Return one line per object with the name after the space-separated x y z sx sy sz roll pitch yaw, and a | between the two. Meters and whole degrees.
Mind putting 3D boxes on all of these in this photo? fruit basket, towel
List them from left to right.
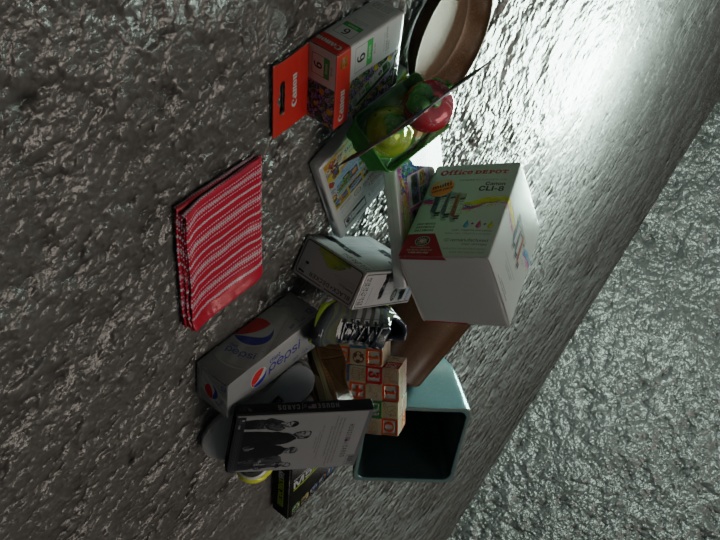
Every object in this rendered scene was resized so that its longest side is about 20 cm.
-0.169 -0.031 1.131 0.144 0.022 0.202 -41 151 -37 | towel
0.071 -0.209 1.173 0.185 0.094 0.200 -40 -176 -28 | fruit basket

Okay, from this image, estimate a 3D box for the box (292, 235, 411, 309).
0.000 0.000 1.386 0.199 0.116 0.061 -3 122 -61 | box

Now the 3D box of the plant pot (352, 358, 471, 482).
0.082 0.254 1.728 0.202 0.191 0.199 -98 -167 -52 | plant pot

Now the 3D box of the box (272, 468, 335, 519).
-0.083 0.334 1.701 0.200 0.047 0.195 -41 153 -38 | box

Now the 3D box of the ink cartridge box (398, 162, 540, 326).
0.167 -0.042 1.372 0.202 0.143 0.146 -65 143 -38 | ink cartridge box

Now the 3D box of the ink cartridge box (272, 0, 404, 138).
-0.027 -0.240 1.129 0.200 0.050 0.110 -42 152 -35 | ink cartridge box

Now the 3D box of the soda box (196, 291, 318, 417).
-0.142 0.116 1.304 0.199 0.063 0.069 -38 149 -40 | soda box

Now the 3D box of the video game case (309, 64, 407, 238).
0.010 -0.169 1.325 0.201 0.023 0.183 -51 155 -17 | video game case

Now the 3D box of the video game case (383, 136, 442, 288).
0.086 -0.097 1.392 0.182 0.023 0.204 -34 122 -58 | video game case

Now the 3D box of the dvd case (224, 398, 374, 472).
-0.090 0.238 1.318 0.196 0.025 0.152 -1 138 -17 | dvd case

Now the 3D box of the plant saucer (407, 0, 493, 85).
0.124 -0.341 1.328 0.200 0.036 0.202 -44 153 -29 | plant saucer

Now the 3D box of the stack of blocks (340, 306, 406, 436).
0.016 0.162 1.515 0.059 0.113 0.204 -36 127 -71 | stack of blocks

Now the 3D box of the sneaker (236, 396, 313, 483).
-0.128 0.235 1.428 0.202 0.073 0.085 -61 166 -23 | sneaker

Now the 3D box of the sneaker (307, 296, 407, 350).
0.000 0.081 1.360 0.198 0.080 0.075 -10 124 -51 | sneaker

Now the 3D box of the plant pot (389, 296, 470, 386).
0.099 0.079 1.604 0.200 0.200 0.200 -54 157 10 | plant pot

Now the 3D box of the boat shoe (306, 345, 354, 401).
-0.060 0.175 1.430 0.071 0.203 0.072 -32 155 27 | boat shoe

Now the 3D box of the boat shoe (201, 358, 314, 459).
-0.155 0.201 1.371 0.199 0.071 0.070 -42 -162 0 | boat shoe
